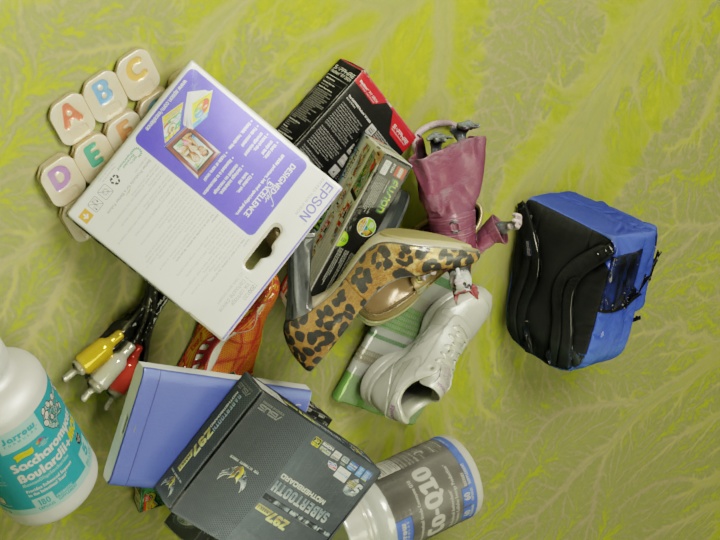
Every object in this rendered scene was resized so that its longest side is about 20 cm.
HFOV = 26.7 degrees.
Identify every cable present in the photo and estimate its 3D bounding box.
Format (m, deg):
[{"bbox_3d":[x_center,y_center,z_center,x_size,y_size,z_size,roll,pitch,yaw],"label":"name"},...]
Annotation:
[{"bbox_3d":[-0.227,0.060,1.603,0.200,0.050,0.097,-50,135,-3],"label":"cable"}]

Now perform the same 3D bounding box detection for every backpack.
[{"bbox_3d":[0.285,0.020,1.910,0.167,0.162,0.202,-6,117,-39],"label":"backpack"}]

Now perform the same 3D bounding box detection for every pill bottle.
[{"bbox_3d":[0.046,0.293,1.905,0.199,0.114,0.115,-21,125,-28],"label":"pill bottle"},{"bbox_3d":[-0.349,0.155,1.519,0.110,0.111,0.201,-36,131,-17],"label":"pill bottle"}]

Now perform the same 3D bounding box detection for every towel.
[{"bbox_3d":[0.060,0.086,1.866,0.149,0.031,0.201,24,100,-41],"label":"towel"}]

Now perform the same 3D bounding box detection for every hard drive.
[{"bbox_3d":[-0.159,0.172,1.598,0.198,0.025,0.133,11,106,-32],"label":"hard drive"}]

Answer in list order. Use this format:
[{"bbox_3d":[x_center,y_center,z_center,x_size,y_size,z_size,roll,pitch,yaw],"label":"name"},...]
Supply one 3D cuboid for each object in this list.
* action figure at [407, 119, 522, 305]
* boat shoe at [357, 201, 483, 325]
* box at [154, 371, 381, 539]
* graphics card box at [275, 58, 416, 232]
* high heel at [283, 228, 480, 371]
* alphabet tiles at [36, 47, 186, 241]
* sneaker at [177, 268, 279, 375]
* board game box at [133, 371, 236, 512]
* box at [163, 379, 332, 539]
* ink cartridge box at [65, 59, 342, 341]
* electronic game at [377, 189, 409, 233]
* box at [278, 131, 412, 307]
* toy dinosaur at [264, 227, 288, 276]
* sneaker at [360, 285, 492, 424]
[{"bbox_3d":[0.095,-0.059,1.705,0.133,0.149,0.202,-12,107,-20],"label":"action figure"},{"bbox_3d":[0.067,-0.017,1.766,0.200,0.074,0.066,-45,175,-20],"label":"boat shoe"},{"bbox_3d":[-0.095,0.222,1.608,0.200,0.051,0.158,39,91,-35],"label":"box"},{"bbox_3d":[-0.044,-0.116,1.651,0.200,0.051,0.126,-49,134,-6],"label":"graphics card box"},{"bbox_3d":[0.021,0.032,1.530,0.198,0.071,0.144,1,100,3],"label":"high heel"},{"bbox_3d":[-0.226,-0.118,1.531,0.199,0.015,0.197,-37,131,-16],"label":"alphabet tiles"},{"bbox_3d":[-0.144,0.083,1.677,0.077,0.073,0.201,16,114,-45],"label":"sneaker"},{"bbox_3d":[-0.193,0.191,1.669,0.104,0.024,0.201,-13,143,-22],"label":"board game box"},{"bbox_3d":[-0.125,0.228,1.736,0.201,0.043,0.160,-53,162,-1],"label":"box"},{"bbox_3d":[-0.153,-0.068,1.503,0.200,0.043,0.199,39,87,-5],"label":"ink cartridge box"},{"bbox_3d":[0.000,0.000,1.674,0.041,0.200,0.201,29,96,-5],"label":"electronic game"},{"bbox_3d":[-0.019,-0.041,1.600,0.035,0.110,0.201,25,100,-19],"label":"box"},{"bbox_3d":[-0.116,-0.081,1.567,0.200,0.058,0.101,43,95,-14],"label":"toy dinosaur"},{"bbox_3d":[0.096,0.106,1.816,0.200,0.099,0.075,-45,130,-7],"label":"sneaker"}]
